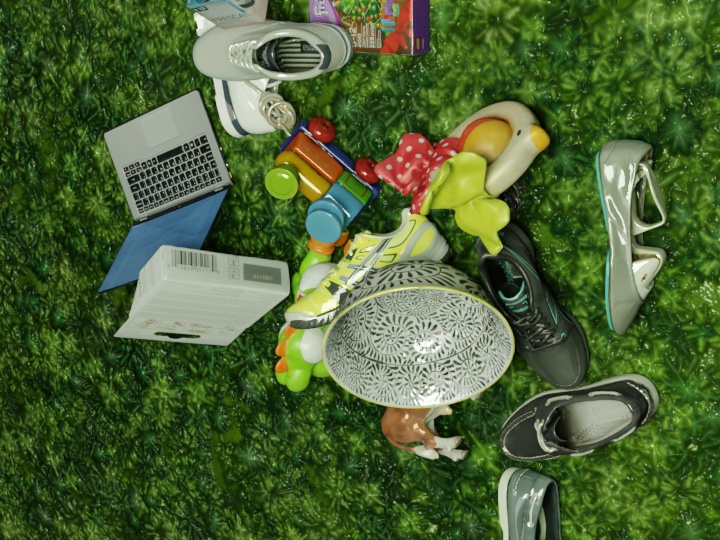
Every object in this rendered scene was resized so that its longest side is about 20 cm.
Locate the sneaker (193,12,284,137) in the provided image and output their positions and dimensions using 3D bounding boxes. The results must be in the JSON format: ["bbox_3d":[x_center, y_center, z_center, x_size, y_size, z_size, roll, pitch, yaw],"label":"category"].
[{"bbox_3d":[-0.136,-0.259,1.414,0.080,0.076,0.201,-9,106,27],"label":"sneaker"}]

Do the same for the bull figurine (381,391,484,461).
[{"bbox_3d":[0.088,0.125,1.373,0.121,0.065,0.201,32,118,26],"label":"bull figurine"}]

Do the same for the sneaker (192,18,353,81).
[{"bbox_3d":[-0.109,-0.245,1.329,0.199,0.071,0.073,-1,106,27],"label":"sneaker"}]

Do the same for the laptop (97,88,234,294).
[{"bbox_3d":[-0.267,-0.099,1.518,0.187,0.116,0.201,-17,95,36],"label":"laptop"}]

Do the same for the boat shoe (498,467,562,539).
[{"bbox_3d":[0.201,0.321,1.354,0.062,0.073,0.201,-4,97,39],"label":"boat shoe"}]

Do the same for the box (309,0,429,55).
[{"bbox_3d":[0.007,-0.337,1.303,0.136,0.039,0.201,9,110,33],"label":"box"}]

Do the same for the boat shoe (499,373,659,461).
[{"bbox_3d":[0.225,0.167,1.296,0.199,0.060,0.074,-21,93,37],"label":"boat shoe"}]

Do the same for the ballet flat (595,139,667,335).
[{"bbox_3d":[0.274,-0.031,1.199,0.063,0.067,0.201,0,104,27],"label":"ballet flat"}]

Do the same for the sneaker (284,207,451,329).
[{"bbox_3d":[0.000,0.000,1.345,0.199,0.075,0.077,-29,96,-6],"label":"sneaker"}]

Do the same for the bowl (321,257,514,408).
[{"bbox_3d":[0.059,0.049,1.265,0.199,0.095,0.201,-1,139,0],"label":"bowl"}]

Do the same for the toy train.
[{"bbox_3d":[-0.077,-0.122,1.352,0.200,0.116,0.085,41,125,-6],"label":"toy train"}]

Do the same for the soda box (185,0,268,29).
[{"bbox_3d":[-0.134,-0.373,1.321,0.063,0.068,0.201,-3,75,35],"label":"soda box"}]

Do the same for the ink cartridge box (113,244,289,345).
[{"bbox_3d":[-0.200,0.035,1.479,0.200,0.162,0.057,-33,55,56],"label":"ink cartridge box"}]

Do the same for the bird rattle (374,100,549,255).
[{"bbox_3d":[0.117,-0.107,1.250,0.163,0.200,0.113,-41,112,4],"label":"bird rattle"}]

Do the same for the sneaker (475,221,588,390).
[{"bbox_3d":[0.174,0.046,1.266,0.075,0.079,0.201,-28,99,22],"label":"sneaker"}]

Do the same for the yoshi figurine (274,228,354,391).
[{"bbox_3d":[-0.038,0.049,1.439,0.111,0.112,0.201,18,104,-15],"label":"yoshi figurine"}]

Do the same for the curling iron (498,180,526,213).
[{"bbox_3d":[0.163,-0.013,1.304,0.049,0.026,0.201,0,104,38],"label":"curling iron"}]
